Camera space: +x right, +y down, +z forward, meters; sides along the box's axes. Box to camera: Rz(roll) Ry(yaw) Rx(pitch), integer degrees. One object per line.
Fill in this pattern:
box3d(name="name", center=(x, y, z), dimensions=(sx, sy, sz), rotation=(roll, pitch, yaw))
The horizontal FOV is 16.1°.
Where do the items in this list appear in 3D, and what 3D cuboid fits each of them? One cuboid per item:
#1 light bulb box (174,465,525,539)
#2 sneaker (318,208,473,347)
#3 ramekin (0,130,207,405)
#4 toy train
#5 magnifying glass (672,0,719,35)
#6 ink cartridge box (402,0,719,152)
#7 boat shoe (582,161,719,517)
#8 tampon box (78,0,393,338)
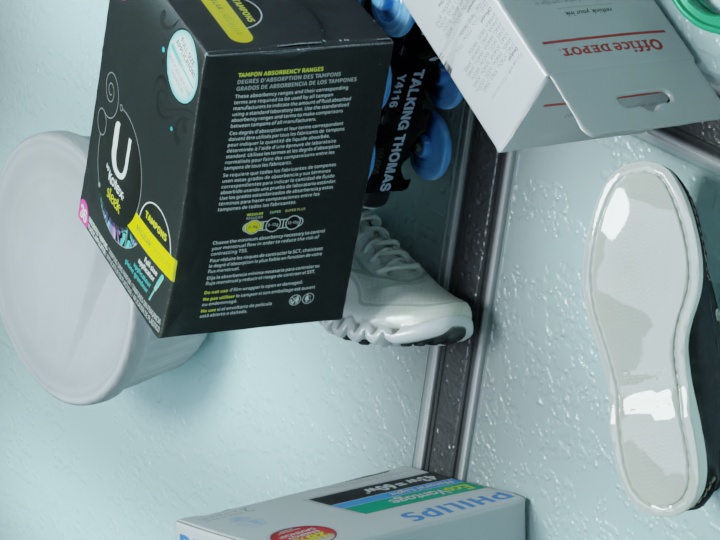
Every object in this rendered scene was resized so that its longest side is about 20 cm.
box3d(name="light bulb box", center=(-0.003, 0.244, 1.607), dimensions=(0.125, 0.198, 0.201), rotation=(10, 105, 49))
box3d(name="sneaker", center=(0.000, 0.000, 1.659), dimensions=(0.200, 0.075, 0.081), rotation=(21, 105, 48))
box3d(name="ramekin", center=(-0.184, -0.006, 1.875), dimensions=(0.202, 0.094, 0.203), rotation=(15, 109, 51))
box3d(name="toy train", center=(0.014, -0.140, 1.596), dimensions=(0.114, 0.086, 0.201), rotation=(48, 133, 43))
box3d(name="magnifying glass", center=(0.228, -0.135, 1.368), dimensions=(0.200, 0.022, 0.080), rotation=(53, 135, 34))
box3d(name="ink cartridge box", center=(0.106, -0.136, 1.445), dimensions=(0.200, 0.116, 0.068), rotation=(60, 139, 26))
box3d(name="boat shoe", center=(0.176, 0.037, 1.441), dimensions=(0.074, 0.060, 0.201), rotation=(-7, 94, 34))
box3d(name="tampon box", center=(-0.081, -0.085, 1.561), dimensions=(0.150, 0.126, 0.201), rotation=(51, 139, 47))
